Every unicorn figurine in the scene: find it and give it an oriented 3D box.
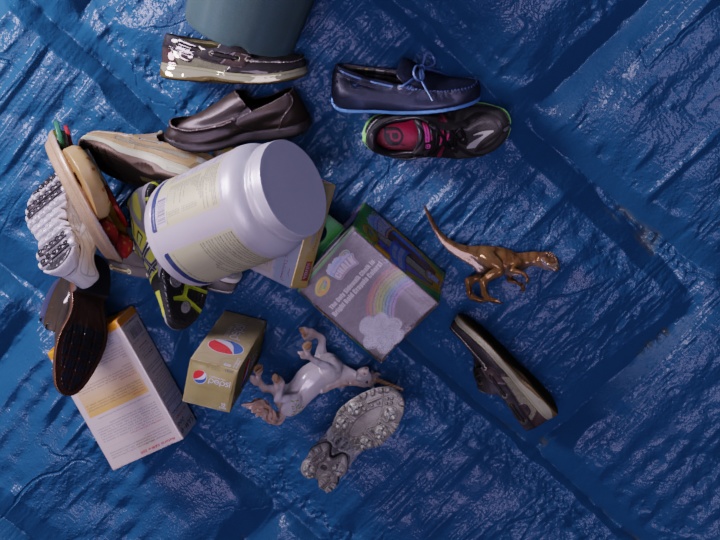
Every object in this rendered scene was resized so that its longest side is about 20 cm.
[{"bbox_3d":[-0.063,0.150,1.692,0.199,0.074,0.138,-29,132,9],"label":"unicorn figurine"}]

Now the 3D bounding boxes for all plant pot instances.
[{"bbox_3d":[-0.125,-0.386,1.500,0.199,0.200,0.197,22,116,1],"label":"plant pot"}]

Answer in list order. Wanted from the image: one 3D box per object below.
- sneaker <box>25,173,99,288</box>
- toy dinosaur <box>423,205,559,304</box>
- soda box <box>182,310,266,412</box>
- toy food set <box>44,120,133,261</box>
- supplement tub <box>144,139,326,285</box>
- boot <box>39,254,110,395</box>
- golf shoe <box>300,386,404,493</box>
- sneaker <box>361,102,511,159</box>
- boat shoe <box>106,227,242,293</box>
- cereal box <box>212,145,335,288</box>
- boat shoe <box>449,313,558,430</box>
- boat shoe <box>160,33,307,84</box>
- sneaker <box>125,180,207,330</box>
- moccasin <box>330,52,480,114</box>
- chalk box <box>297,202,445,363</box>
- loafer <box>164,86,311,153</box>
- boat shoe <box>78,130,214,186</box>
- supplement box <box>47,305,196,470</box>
[{"bbox_3d":[-0.405,-0.053,1.651,0.075,0.201,0.081,-34,137,14],"label":"sneaker"},{"bbox_3d":[0.168,-0.012,1.646,0.198,0.060,0.107,13,84,-2],"label":"toy dinosaur"},{"bbox_3d":[-0.182,0.121,1.648,0.067,0.200,0.065,14,108,3],"label":"soda box"},{"bbox_3d":[-0.357,-0.105,1.589,0.048,0.198,0.201,-28,134,-7],"label":"toy food set"},{"bbox_3d":[-0.156,-0.073,1.506,0.199,0.145,0.146,-19,105,35],"label":"supplement tub"},{"bbox_3d":[-0.405,0.082,1.687,0.074,0.202,0.097,23,155,-34],"label":"boot"},{"bbox_3d":[-0.006,0.221,1.707,0.078,0.097,0.200,44,116,-2],"label":"golf shoe"},{"bbox_3d":[0.100,-0.174,1.581,0.198,0.084,0.077,-7,107,9],"label":"sneaker"},{"bbox_3d":[-0.263,-0.004,1.691,0.200,0.072,0.061,18,109,9],"label":"boat shoe"},{"bbox_3d":[-0.132,-0.076,1.605,0.199,0.039,0.145,25,104,35],"label":"cereal box"},{"bbox_3d":[0.189,0.146,1.674,0.066,0.072,0.201,-44,101,12],"label":"boat shoe"},{"bbox_3d":[-0.169,-0.283,1.585,0.199,0.072,0.067,2,108,11],"label":"boat shoe"},{"bbox_3d":[-0.262,-0.019,1.625,0.076,0.075,0.202,-8,94,47],"label":"sneaker"},{"bbox_3d":[0.056,-0.242,1.567,0.198,0.081,0.069,-2,113,7],"label":"moccasin"},{"bbox_3d":[0.000,0.000,1.629,0.200,0.124,0.124,42,109,-5],"label":"chalk box"},{"bbox_3d":[-0.167,-0.210,1.611,0.198,0.073,0.072,-9,118,0],"label":"loafer"},{"bbox_3d":[-0.290,-0.158,1.653,0.199,0.076,0.072,20,153,16],"label":"boat shoe"},{"bbox_3d":[-0.345,0.171,1.752,0.125,0.074,0.201,-24,101,15],"label":"supplement box"}]
